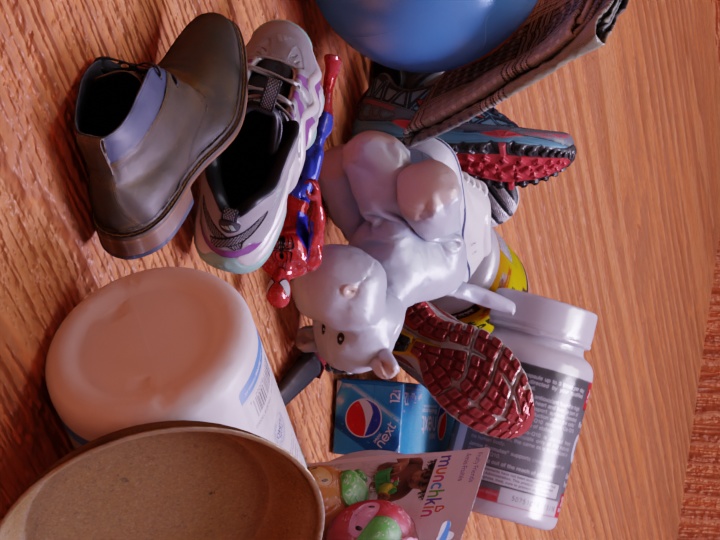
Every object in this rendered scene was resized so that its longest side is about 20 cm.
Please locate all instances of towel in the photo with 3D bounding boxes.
[{"bbox_3d":[0.134,-0.186,1.570,0.035,0.199,0.193,56,30,-12],"label":"towel"}]

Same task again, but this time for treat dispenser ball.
[{"bbox_3d":[0.054,-0.260,1.542,0.201,0.199,0.203,2,90,-72],"label":"treat dispenser ball"}]

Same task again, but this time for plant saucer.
[{"bbox_3d":[-0.121,0.151,1.113,0.036,0.199,0.201,-113,-175,-45],"label":"plant saucer"}]

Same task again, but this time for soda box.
[{"bbox_3d":[0.035,0.136,1.751,0.200,0.064,0.068,15,78,-71],"label":"soda box"}]

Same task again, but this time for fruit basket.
[{"bbox_3d":[-0.021,0.187,1.369,0.094,0.199,0.186,64,30,-27],"label":"fruit basket"}]

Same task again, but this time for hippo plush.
[{"bbox_3d":[0.000,0.000,1.570,0.161,0.159,0.201,-49,140,-22],"label":"hippo plush"}]

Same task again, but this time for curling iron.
[{"bbox_3d":[-0.037,0.084,1.578,0.200,0.025,0.050,-39,125,-67],"label":"curling iron"}]

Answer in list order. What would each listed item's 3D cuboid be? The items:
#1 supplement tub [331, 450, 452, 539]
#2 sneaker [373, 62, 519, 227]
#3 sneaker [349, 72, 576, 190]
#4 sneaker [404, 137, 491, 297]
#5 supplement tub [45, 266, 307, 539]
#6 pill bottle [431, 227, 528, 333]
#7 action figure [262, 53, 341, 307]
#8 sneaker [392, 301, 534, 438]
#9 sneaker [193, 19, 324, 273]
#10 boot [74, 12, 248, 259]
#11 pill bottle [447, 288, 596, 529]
[{"bbox_3d":[0.019,0.261,1.581,0.132,0.131,0.201,-67,151,-49],"label":"supplement tub"},{"bbox_3d":[0.079,-0.129,1.786,0.201,0.075,0.115,60,8,1],"label":"sneaker"},{"bbox_3d":[0.093,-0.134,1.680,0.079,0.198,0.096,89,9,-67],"label":"sneaker"},{"bbox_3d":[0.074,-0.060,1.649,0.071,0.073,0.200,-49,155,-23],"label":"sneaker"},{"bbox_3d":[-0.107,0.108,1.195,0.201,0.131,0.132,75,25,-44],"label":"supplement tub"},{"bbox_3d":[0.091,0.000,1.838,0.200,0.108,0.110,39,55,-68],"label":"pill bottle"},{"bbox_3d":[-0.056,-0.075,1.443,0.099,0.065,0.202,59,35,-73],"label":"action figure"},{"bbox_3d":[0.075,0.072,1.687,0.078,0.200,0.082,-48,164,-1],"label":"sneaker"},{"bbox_3d":[-0.065,-0.110,1.328,0.140,0.077,0.201,105,-5,-66],"label":"sneaker"},{"bbox_3d":[-0.124,-0.113,1.212,0.097,0.074,0.201,74,26,-50],"label":"boot"},{"bbox_3d":[0.148,0.126,1.755,0.114,0.113,0.201,25,80,-71],"label":"pill bottle"}]
